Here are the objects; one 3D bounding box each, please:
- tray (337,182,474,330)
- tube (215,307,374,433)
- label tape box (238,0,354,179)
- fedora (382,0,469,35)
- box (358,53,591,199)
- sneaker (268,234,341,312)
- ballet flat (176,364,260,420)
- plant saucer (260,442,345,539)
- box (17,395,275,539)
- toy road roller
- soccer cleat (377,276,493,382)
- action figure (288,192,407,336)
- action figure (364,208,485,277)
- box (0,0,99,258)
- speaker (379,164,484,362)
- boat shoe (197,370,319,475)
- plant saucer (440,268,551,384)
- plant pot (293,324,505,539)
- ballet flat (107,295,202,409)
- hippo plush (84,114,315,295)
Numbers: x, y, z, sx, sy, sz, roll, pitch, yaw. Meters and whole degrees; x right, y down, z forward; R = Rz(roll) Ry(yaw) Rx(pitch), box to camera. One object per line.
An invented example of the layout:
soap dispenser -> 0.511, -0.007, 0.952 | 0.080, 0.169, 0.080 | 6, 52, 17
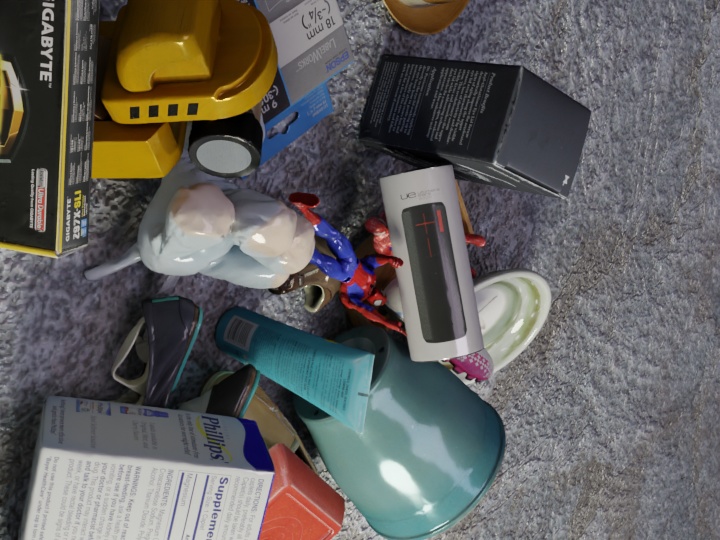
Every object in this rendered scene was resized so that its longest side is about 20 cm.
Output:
tray -> 0.053, -0.019, 1.185 | 0.200, 0.037, 0.099 | -45, 132, -26
tube -> -0.063, 0.088, 0.975 | 0.050, 0.200, 0.078 | -12, 114, -43
label tape box -> -0.080, -0.202, 0.957 | 0.144, 0.063, 0.201 | -41, 130, -29
fedora -> 0.100, -0.352, 1.081 | 0.200, 0.082, 0.201 | -18, 116, -41
box -> 0.123, -0.158, 1.086 | 0.148, 0.200, 0.105 | 17, 89, -49
sneaker -> -0.081, -0.015, 1.017 | 0.200, 0.070, 0.076 | 30, 82, -47
ballet flat -> -0.160, 0.175, 0.982 | 0.068, 0.068, 0.201 | 18, 109, -7
plant saucer -> -0.112, 0.292, 1.049 | 0.200, 0.037, 0.200 | -42, 145, -6
box -> -0.196, 0.225, 0.884 | 0.199, 0.105, 0.185 | 11, 104, -18
toy road roller -> -0.162, -0.159, 0.760 | 0.146, 0.199, 0.123 | 75, 15, -59
soccer cleat -> 0.107, 0.061, 1.152 | 0.200, 0.070, 0.086 | 36, 97, -38
action figure -> 0.000, 0.000, 1.001 | 0.065, 0.099, 0.200 | -62, 149, -11
action figure -> 0.073, -0.034, 1.142 | 0.200, 0.052, 0.066 | 13, 99, -46
box -> -0.271, -0.122, 0.710 | 0.049, 0.159, 0.201 | -37, 136, -71
speaker -> 0.075, -0.009, 1.051 | 0.081, 0.081, 0.201 | -12, 94, -44
boat shoe -> -0.096, 0.178, 1.064 | 0.072, 0.076, 0.200 | -53, 134, -17
plant saucer -> 0.149, 0.063, 1.273 | 0.199, 0.050, 0.201 | -20, 140, -18
plant pot -> 0.030, 0.169, 1.124 | 0.188, 0.200, 0.200 | 48, 68, -28
ballet flat -> -0.206, 0.116, 0.941 | 0.073, 0.073, 0.201 | 4, 106, -47
hippo plush -> -0.127, -0.076, 0.893 | 0.159, 0.200, 0.162 | 14, 67, -37
